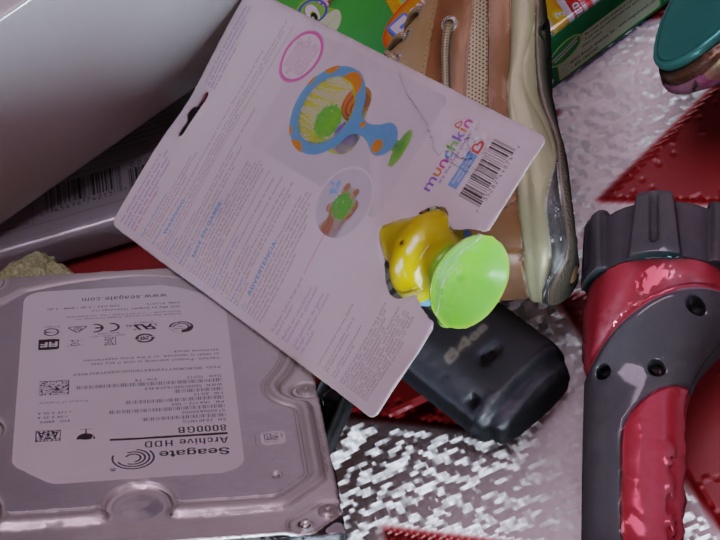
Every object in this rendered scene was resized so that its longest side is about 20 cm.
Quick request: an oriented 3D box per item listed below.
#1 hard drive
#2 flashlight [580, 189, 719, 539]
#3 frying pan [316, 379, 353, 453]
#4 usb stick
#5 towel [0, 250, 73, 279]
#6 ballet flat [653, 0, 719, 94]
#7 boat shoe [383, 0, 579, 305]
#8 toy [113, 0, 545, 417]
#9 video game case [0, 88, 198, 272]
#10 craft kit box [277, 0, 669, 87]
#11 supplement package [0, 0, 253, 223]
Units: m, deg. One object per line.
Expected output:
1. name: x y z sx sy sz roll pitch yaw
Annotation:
1. hard drive: -0.083 0.057 0.736 0.139 0.038 0.200 -3 28 -5
2. flashlight: 0.115 0.070 0.754 0.068 0.068 0.201 13 58 -15
3. frying pan: -0.031 0.120 0.768 0.190 0.031 0.115 -48 61 -3
4. usb stick: 0.000 0.000 0.840 0.055 0.033 0.200 -37 59 -27
5. towel: -0.153 0.091 0.833 0.148 0.037 0.200 28 69 30
6. ballet flat: 0.187 -0.142 0.868 0.069 0.071 0.201 -11 46 46
7. boat shoe: 0.043 -0.080 0.821 0.073 0.076 0.201 -8 65 7
8. toy: -0.010 -0.026 0.781 0.116 0.047 0.200 -59 38 1
9. video game case: -0.176 -0.073 0.957 0.199 0.023 0.183 -16 55 6
10. craft kit box: 0.023 -0.153 0.926 0.200 0.049 0.198 -37 60 -10
11. supplement package: -0.160 -0.112 0.866 0.199 0.117 0.117 -33 60 7
